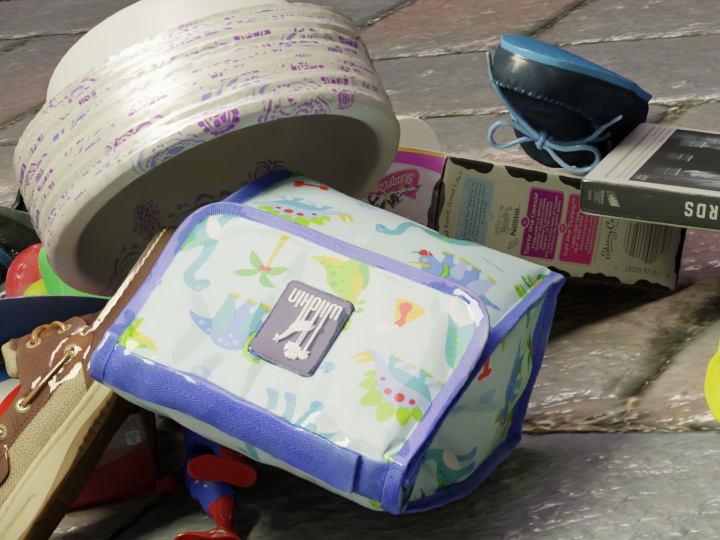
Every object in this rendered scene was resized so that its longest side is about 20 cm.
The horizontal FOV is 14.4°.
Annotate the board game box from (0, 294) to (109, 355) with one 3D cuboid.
[{"bbox_3d":[-0.198,0.040,1.564,0.157,0.039,0.200,-12,-24,5],"label":"board game box"}]

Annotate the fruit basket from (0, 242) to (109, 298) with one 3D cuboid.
[{"bbox_3d":[-0.164,0.016,1.789,0.200,0.094,0.185,-13,9,46],"label":"fruit basket"}]

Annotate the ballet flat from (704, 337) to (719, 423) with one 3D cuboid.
[{"bbox_3d":[0.209,0.032,1.474,0.066,0.067,0.200,-7,16,9],"label":"ballet flat"}]

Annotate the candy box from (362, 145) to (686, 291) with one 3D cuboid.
[{"bbox_3d":[0.075,-0.034,1.672,0.199,0.061,0.136,6,4,-41],"label":"candy box"}]

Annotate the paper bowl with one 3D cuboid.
[{"bbox_3d":[-0.087,-0.077,1.518,0.200,0.105,0.201,-20,-19,-8],"label":"paper bowl"}]

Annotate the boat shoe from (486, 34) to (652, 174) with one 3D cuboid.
[{"bbox_3d":[0.126,-0.088,1.670,0.084,0.069,0.200,27,5,27],"label":"boat shoe"}]

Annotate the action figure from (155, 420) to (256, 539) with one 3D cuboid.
[{"bbox_3d":[-0.082,0.086,1.488,0.051,0.066,0.200,5,15,-4],"label":"action figure"}]

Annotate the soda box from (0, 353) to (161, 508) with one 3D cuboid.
[{"bbox_3d":[-0.209,0.092,1.517,0.199,0.064,0.070,-11,43,1],"label":"soda box"}]

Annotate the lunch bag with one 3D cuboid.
[{"bbox_3d":[-0.015,0.042,1.397,0.169,0.128,0.200,21,26,18],"label":"lunch bag"}]

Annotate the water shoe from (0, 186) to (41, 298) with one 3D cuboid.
[{"bbox_3d":[-0.272,-0.009,1.927,0.071,0.079,0.200,2,20,40],"label":"water shoe"}]

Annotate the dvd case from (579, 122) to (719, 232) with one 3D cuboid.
[{"bbox_3d":[0.237,-0.045,1.606,0.199,0.025,0.150,8,17,16],"label":"dvd case"}]

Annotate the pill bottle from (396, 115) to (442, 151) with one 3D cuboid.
[{"bbox_3d":[-0.040,-0.070,1.940,0.199,0.105,0.104,4,21,45],"label":"pill bottle"}]

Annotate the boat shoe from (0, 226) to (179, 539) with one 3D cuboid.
[{"bbox_3d":[-0.150,0.054,1.441,0.072,0.200,0.072,30,-9,9],"label":"boat shoe"}]
